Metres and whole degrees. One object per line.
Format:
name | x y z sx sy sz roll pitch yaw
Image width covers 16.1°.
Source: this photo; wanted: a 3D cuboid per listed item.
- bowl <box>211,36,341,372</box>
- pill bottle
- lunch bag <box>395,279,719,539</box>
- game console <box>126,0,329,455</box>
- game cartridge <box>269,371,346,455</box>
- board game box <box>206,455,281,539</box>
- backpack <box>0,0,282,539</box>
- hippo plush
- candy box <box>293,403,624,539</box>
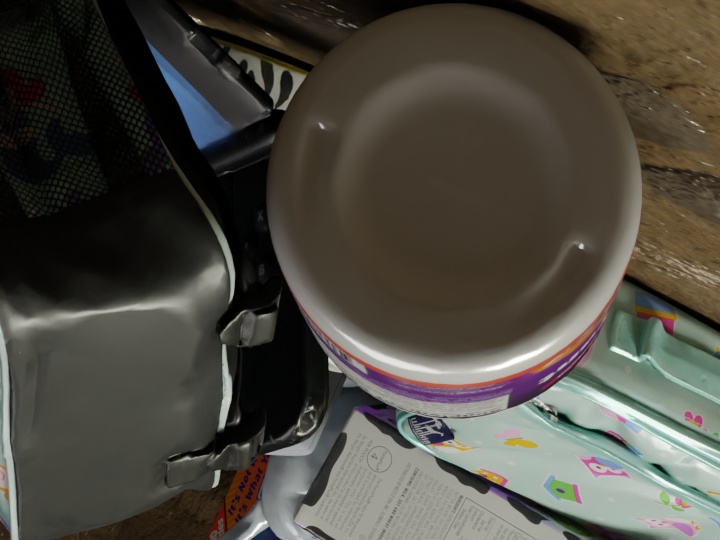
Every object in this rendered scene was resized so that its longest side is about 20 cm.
bowl | -0.027 -0.017 1.056 0.199 0.095 0.201 24 174 2
pill bottle | 0.031 -0.010 0.824 0.111 0.112 0.200 23 174 5
lunch bag | 0.122 0.068 1.189 0.199 0.078 0.160 25 161 -23
game console | -0.115 -0.012 0.952 0.116 0.177 0.199 10 161 -37
game cartridge | -0.089 0.028 1.470 0.199 0.134 0.041 20 175 32
board game box | 0.047 0.173 1.837 0.199 0.201 0.199 29 171 -36
backpack | -0.123 -0.027 0.807 0.149 0.201 0.178 -13 148 -13
hippo plush | 0.000 0.079 1.531 0.159 0.162 0.199 -9 176 -40
candy box | 0.085 0.146 1.315 0.199 0.072 0.168 30 -174 13
